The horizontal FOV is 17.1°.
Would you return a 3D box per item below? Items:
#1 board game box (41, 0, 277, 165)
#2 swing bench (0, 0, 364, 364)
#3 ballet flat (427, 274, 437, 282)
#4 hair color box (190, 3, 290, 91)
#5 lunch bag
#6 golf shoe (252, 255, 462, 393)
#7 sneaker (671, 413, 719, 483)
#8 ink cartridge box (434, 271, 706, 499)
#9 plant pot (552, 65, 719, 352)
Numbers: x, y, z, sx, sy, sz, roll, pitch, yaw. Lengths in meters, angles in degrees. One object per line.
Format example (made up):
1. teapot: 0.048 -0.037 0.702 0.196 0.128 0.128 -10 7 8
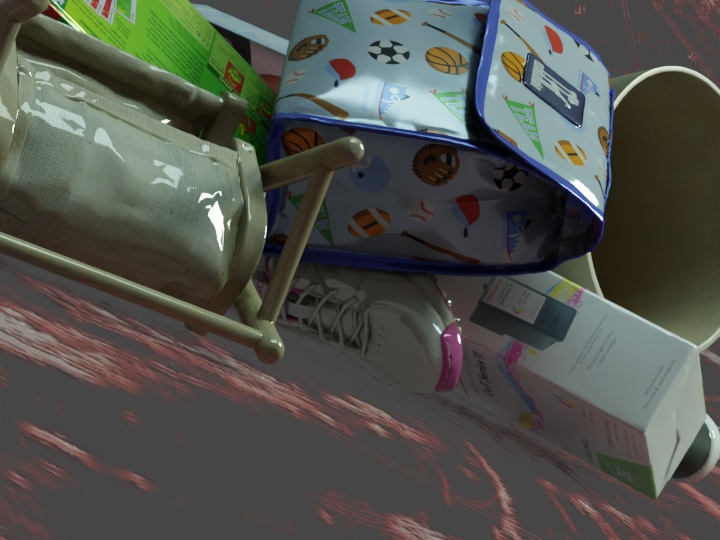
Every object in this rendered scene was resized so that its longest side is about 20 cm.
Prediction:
1. board game box: -0.131 -0.122 1.405 0.200 0.048 0.102 46 37 -30
2. swing bench: -0.137 -0.059 1.248 0.198 0.130 0.200 23 1 -25
3. ballet flat: 0.000 0.000 1.638 0.200 0.063 0.069 29 8 37
4. hair color box: -0.069 -0.118 1.753 0.200 0.099 0.061 26 14 28
5. lunch bag: 0.050 -0.085 1.413 0.199 0.124 0.170 9 38 2
6. golf shoe: -0.018 0.021 1.413 0.091 0.076 0.200 -10 30 -33
7. sneaker: 0.145 0.068 1.601 0.200 0.071 0.099 35 5 38
8. ink cartridge box: 0.106 0.049 1.454 0.200 0.067 0.117 28 -17 22
9. plant pot: 0.131 -0.038 1.594 0.200 0.188 0.187 2 -14 45
